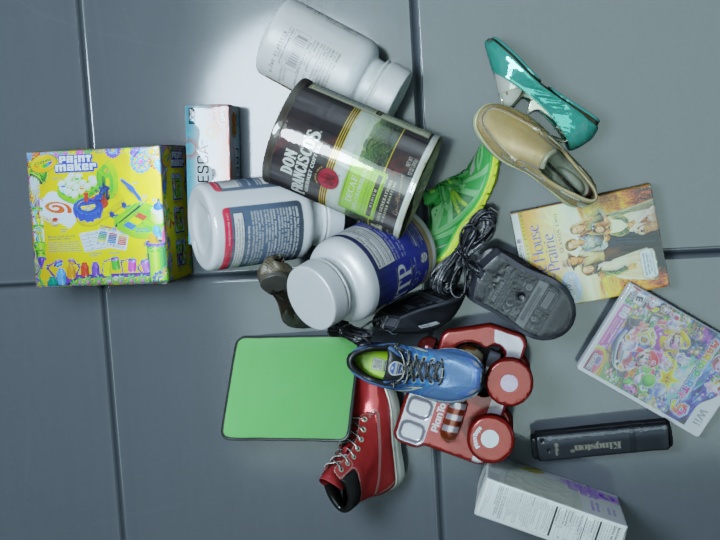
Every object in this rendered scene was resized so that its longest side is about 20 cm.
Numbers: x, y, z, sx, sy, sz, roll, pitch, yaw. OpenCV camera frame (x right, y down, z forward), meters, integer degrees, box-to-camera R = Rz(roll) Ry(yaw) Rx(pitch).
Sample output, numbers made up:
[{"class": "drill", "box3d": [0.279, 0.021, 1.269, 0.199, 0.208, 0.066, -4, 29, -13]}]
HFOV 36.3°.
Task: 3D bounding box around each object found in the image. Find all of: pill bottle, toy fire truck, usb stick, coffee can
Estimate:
[{"class": "pill bottle", "box3d": [0.000, 0.000, 1.494, 0.119, 0.199, 0.121, 24, 128, 35]}, {"class": "toy fire truck", "box3d": [0.148, 0.168, 1.545, 0.166, 0.112, 0.202, 17, 97, 5]}, {"class": "usb stick", "box3d": [0.342, 0.240, 1.560, 0.198, 0.033, 0.056, -7, 132, 9]}, {"class": "pill bottle", "box3d": [-0.035, -0.281, 1.524, 0.199, 0.114, 0.115, 29, 99, 4]}, {"class": "coffee can", "box3d": [-0.010, -0.147, 1.447, 0.198, 0.146, 0.148, 23, 99, 6]}, {"class": "pill bottle", "box3d": [-0.128, -0.070, 1.524, 0.198, 0.119, 0.121, -8, 96, -25]}]

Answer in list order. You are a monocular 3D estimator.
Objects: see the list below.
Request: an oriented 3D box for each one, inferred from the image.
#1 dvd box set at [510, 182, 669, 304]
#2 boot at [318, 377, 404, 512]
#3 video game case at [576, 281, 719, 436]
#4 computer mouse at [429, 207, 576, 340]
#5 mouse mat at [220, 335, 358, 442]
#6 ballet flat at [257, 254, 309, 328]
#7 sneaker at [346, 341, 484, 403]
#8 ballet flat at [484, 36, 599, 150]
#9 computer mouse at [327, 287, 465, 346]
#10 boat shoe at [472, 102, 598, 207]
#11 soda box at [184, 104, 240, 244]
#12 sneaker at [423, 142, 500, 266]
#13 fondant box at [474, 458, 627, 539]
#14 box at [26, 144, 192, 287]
[{"class": "dvd box set", "box3d": [0.320, -0.031, 1.542, 0.198, 0.029, 0.148, -11, 94, 9]}, {"class": "boot", "box3d": [-0.010, 0.232, 1.556, 0.072, 0.144, 0.202, -6, 96, 41]}, {"class": "video game case", "box3d": [0.424, 0.125, 1.535, 0.199, 0.018, 0.144, 29, 104, -1]}, {"class": "computer mouse", "box3d": [0.209, 0.017, 1.518, 0.199, 0.053, 0.139, 35, 102, 3]}, {"class": "mouse mat", "box3d": [-0.101, 0.168, 1.581, 0.198, 0.008, 0.162, -2, 63, 19]}, {"class": "ballet flat", "box3d": [-0.097, 0.030, 1.540, 0.067, 0.200, 0.047, -17, 62, 10]}, {"class": "sneaker", "box3d": [0.070, 0.139, 1.489, 0.198, 0.089, 0.079, 4, 88, 22]}, {"class": "ballet flat", "box3d": [0.235, -0.236, 1.512, 0.200, 0.067, 0.071, 39, 94, 2]}, {"class": "computer mouse", "box3d": [0.046, 0.069, 1.561, 0.199, 0.140, 0.046, -21, 108, -28]}, {"class": "boat shoe", "box3d": [0.240, -0.157, 1.471, 0.199, 0.076, 0.072, 33, 94, -9]}, {"class": "soda box", "box3d": [-0.212, -0.138, 1.591, 0.068, 0.064, 0.202, 1, 95, 8]}, {"class": "sneaker", "box3d": [0.132, -0.101, 1.539, 0.083, 0.074, 0.201, 30, 100, 0]}, {"class": "fondant box", "box3d": [0.262, 0.326, 1.530, 0.198, 0.144, 0.059, 19, 97, 6]}, {"class": "box", "box3d": [-0.359, -0.080, 1.589, 0.198, 0.122, 0.195, -1, 96, 9]}]
